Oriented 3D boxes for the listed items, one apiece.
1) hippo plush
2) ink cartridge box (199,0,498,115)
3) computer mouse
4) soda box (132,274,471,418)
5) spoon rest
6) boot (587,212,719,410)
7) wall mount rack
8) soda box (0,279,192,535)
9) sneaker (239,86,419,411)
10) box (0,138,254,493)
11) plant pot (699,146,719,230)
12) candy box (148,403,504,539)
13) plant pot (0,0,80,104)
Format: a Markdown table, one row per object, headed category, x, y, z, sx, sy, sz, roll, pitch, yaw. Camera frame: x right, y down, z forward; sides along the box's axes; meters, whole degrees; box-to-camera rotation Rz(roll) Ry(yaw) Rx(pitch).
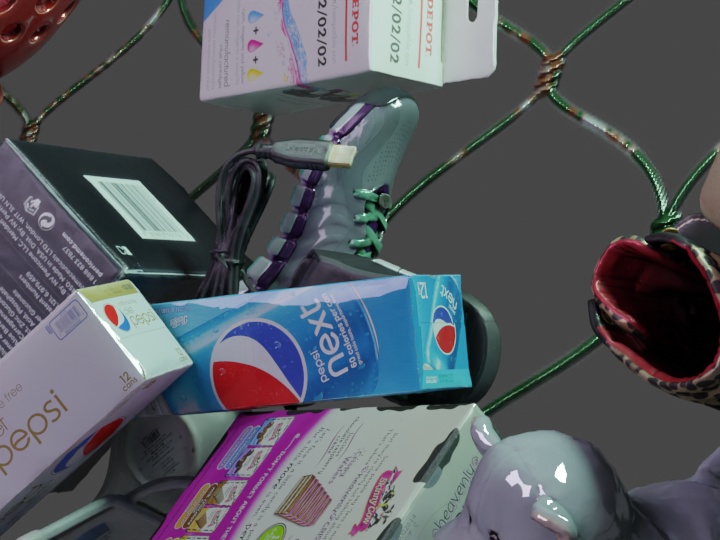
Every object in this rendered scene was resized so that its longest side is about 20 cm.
| category | x | y | z | sx | sy | sz | roll | pitch | yaw |
| --- | --- | --- | --- | --- | --- | --- | --- | --- | --- |
| hippo plush | 0.119 | 0.148 | 1.162 | 0.200 | 0.161 | 0.159 | -54 | 39 | 7 |
| ink cartridge box | -0.009 | -0.166 | 1.550 | 0.200 | 0.068 | 0.116 | -6 | 80 | 45 |
| computer mouse | 0.000 | 0.000 | 1.428 | 0.199 | 0.046 | 0.141 | 10 | 93 | 27 |
| soda box | -0.044 | 0.043 | 1.385 | 0.199 | 0.068 | 0.064 | -7 | 87 | 27 |
| spoon rest | -0.141 | 0.132 | 1.532 | 0.200 | 0.061 | 0.100 | -37 | 76 | 20 |
| boot | 0.170 | 0.018 | 1.193 | 0.073 | 0.150 | 0.200 | -52 | 41 | 19 |
| wall mount rack | -0.171 | 0.179 | 1.446 | 0.200 | 0.174 | 0.075 | -31 | 47 | 31 |
| soda box | -0.189 | 0.091 | 1.375 | 0.200 | 0.068 | 0.064 | -41 | 82 | 19 |
| sneaker | -0.006 | -0.008 | 1.485 | 0.087 | 0.074 | 0.200 | 38 | 102 | 31 |
| box | -0.195 | 0.034 | 1.523 | 0.117 | 0.197 | 0.200 | 46 | 104 | 16 |
| plant pot | 0.270 | -0.051 | 1.112 | 0.177 | 0.199 | 0.201 | 8 | 72 | 62 |
| candy box | -0.022 | 0.138 | 1.281 | 0.200 | 0.061 | 0.137 | -6 | 41 | 52 |
| plant pot | -0.305 | -0.221 | 1.831 | 0.183 | 0.200 | 0.201 | -57 | 38 | 17 |
